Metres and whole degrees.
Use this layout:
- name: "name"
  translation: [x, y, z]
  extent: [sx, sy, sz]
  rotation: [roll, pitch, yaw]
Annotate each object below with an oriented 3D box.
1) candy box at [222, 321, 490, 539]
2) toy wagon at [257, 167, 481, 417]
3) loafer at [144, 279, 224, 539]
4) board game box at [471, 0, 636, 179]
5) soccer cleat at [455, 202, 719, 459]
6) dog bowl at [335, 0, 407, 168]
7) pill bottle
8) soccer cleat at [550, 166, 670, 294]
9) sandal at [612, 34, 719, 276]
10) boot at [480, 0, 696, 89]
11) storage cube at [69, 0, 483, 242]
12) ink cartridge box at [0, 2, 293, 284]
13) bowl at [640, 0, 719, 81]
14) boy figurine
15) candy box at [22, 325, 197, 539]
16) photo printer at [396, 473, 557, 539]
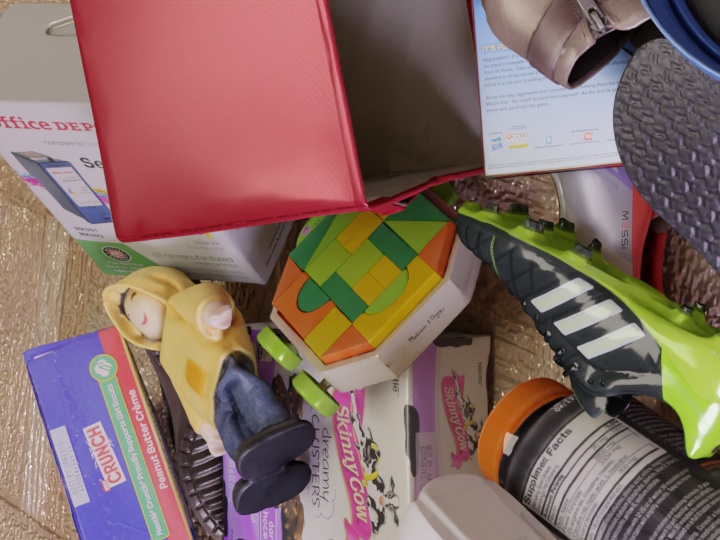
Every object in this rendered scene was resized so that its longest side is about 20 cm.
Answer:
- name: "candy box"
  translation: [-0.005, 0.121, 1.465]
  extent: [0.199, 0.071, 0.169]
  rotation: [2, 93, 51]
- name: "toy wagon"
  translation: [0.000, 0.000, 1.410]
  extent: [0.155, 0.040, 0.200]
  rotation: [-46, 31, 0]
- name: "loafer"
  translation: [-0.101, 0.096, 1.588]
  extent: [0.068, 0.075, 0.201]
  rotation: [-8, -98, -88]
- name: "board game box"
  translation: [0.156, -0.110, 1.233]
  extent: [0.199, 0.019, 0.104]
  rotation: [-4, 90, 28]
- name: "soccer cleat"
  translation: [0.122, 0.029, 1.223]
  extent: [0.200, 0.067, 0.081]
  rotation: [33, 106, 29]
- name: "dog bowl"
  translation: [-0.001, -0.162, 1.439]
  extent: [0.111, 0.049, 0.201]
  rotation: [17, 106, 30]
- name: "pill bottle"
  translation: [0.151, 0.133, 1.247]
  extent: [0.200, 0.106, 0.107]
  rotation: [36, 119, 44]
- name: "soccer cleat"
  translation: [0.143, -0.054, 1.288]
  extent: [0.073, 0.068, 0.201]
  rotation: [-8, 84, 30]
- name: "sandal"
  translation: [0.200, -0.035, 1.187]
  extent: [0.075, 0.045, 0.200]
  rotation: [-30, 99, 35]
- name: "boot"
  translation: [0.149, -0.190, 1.208]
  extent: [0.200, 0.070, 0.147]
  rotation: [-36, 59, 11]
- name: "storage cube"
  translation: [-0.044, -0.125, 1.338]
  extent: [0.179, 0.171, 0.201]
  rotation: [-8, 97, 32]
- name: "ink cartridge box"
  translation: [-0.148, -0.082, 1.497]
  extent: [0.145, 0.200, 0.088]
  rotation: [4, 56, 31]
- name: "bowl"
  translation: [0.230, -0.177, 1.116]
  extent: [0.199, 0.039, 0.202]
  rotation: [-5, 77, 24]
- name: "boy figurine"
  translation: [-0.100, 0.059, 1.465]
  extent: [0.200, 0.064, 0.125]
  rotation: [51, 149, 34]
- name: "candy box"
  translation: [-0.165, 0.151, 1.587]
  extent: [0.200, 0.077, 0.170]
  rotation: [84, 168, -71]
- name: "photo printer"
  translation: [0.069, 0.236, 1.230]
  extent: [0.166, 0.069, 0.201]
  rotation: [45, 133, 37]
